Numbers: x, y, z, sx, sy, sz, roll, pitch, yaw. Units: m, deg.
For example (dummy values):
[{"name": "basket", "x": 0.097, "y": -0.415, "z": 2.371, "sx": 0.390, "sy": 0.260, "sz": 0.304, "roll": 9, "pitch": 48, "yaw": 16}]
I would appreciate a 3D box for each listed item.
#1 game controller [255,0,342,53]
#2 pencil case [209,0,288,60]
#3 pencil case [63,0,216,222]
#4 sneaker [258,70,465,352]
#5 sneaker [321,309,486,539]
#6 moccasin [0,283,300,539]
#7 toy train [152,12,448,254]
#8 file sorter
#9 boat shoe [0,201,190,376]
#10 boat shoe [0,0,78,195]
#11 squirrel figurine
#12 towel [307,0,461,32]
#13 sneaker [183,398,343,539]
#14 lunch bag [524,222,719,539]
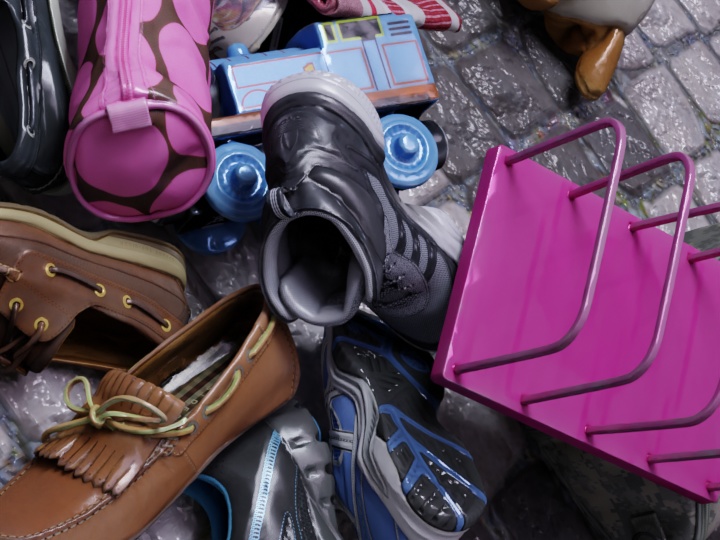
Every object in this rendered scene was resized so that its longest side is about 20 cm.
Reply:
[{"name": "game controller", "x": -0.030, "y": -0.132, "z": 1.145, "sx": 0.104, "sy": 0.042, "sz": 0.201, "roll": 20, "pitch": 48, "yaw": -13}, {"name": "pencil case", "x": -0.137, "y": -0.205, "z": 1.061, "sx": 0.199, "sy": 0.078, "sz": 0.090, "roll": 35, "pitch": 19, "yaw": -18}, {"name": "pencil case", "x": -0.117, "y": -0.127, "z": 0.935, "sx": 0.090, "sy": 0.094, "sz": 0.201, "roll": 1, "pitch": 52, "yaw": -10}, {"name": "sneaker", "x": 0.000, "y": 0.000, "z": 0.934, "sx": 0.201, "sy": 0.075, "sz": 0.114, "roll": 57, "pitch": 30, "yaw": -36}, {"name": "sneaker", "x": 0.006, "y": 0.092, "z": 0.982, "sx": 0.075, "sy": 0.077, "sz": 0.201, "roll": 21, "pitch": 28, "yaw": -22}, {"name": "moccasin", "x": -0.107, "y": 0.075, "z": 0.863, "sx": 0.201, "sy": 0.073, "sz": 0.078, "roll": -34, "pitch": 131, "yaw": -31}, {"name": "toy train", "x": -0.043, "y": -0.081, "z": 1.027, "sx": 0.198, "sy": 0.087, "sz": 0.115, "roll": -12, "pitch": 77, "yaw": -27}, {"name": "file sorter", "x": 0.165, "y": 0.024, "z": 0.952, "sx": 0.199, "sy": 0.125, "sz": 0.140, "roll": 25, "pitch": 68, "yaw": -25}, {"name": "boat shoe", "x": -0.166, "y": 0.015, "z": 0.882, "sx": 0.199, "sy": 0.072, "sz": 0.068, "roll": 10, "pitch": 53, "yaw": -41}, {"name": "boat shoe", "x": -0.207, "y": -0.133, "z": 0.948, "sx": 0.066, "sy": 0.074, "sz": 0.201, "roll": -5, "pitch": 74, "yaw": -58}, {"name": "squirrel figurine", "x": 0.139, "y": -0.262, "z": 1.339, "sx": 0.186, "sy": 0.142, "sz": 0.201, "roll": 28, "pitch": 31, "yaw": -11}, {"name": "towel", "x": -0.019, "y": -0.207, "z": 1.130, "sx": 0.144, "sy": 0.023, "sz": 0.200, "roll": 46, "pitch": 21, "yaw": 16}, {"name": "sneaker", "x": -0.035, "y": 0.167, "z": 0.909, "sx": 0.081, "sy": 0.073, "sz": 0.201, "roll": -15, "pitch": 67, "yaw": -30}, {"name": "lunch bag", "x": 0.207, "y": 0.078, "z": 1.140, "sx": 0.200, "sy": 0.139, "sz": 0.169, "roll": -32, "pitch": 103, "yaw": -47}]
